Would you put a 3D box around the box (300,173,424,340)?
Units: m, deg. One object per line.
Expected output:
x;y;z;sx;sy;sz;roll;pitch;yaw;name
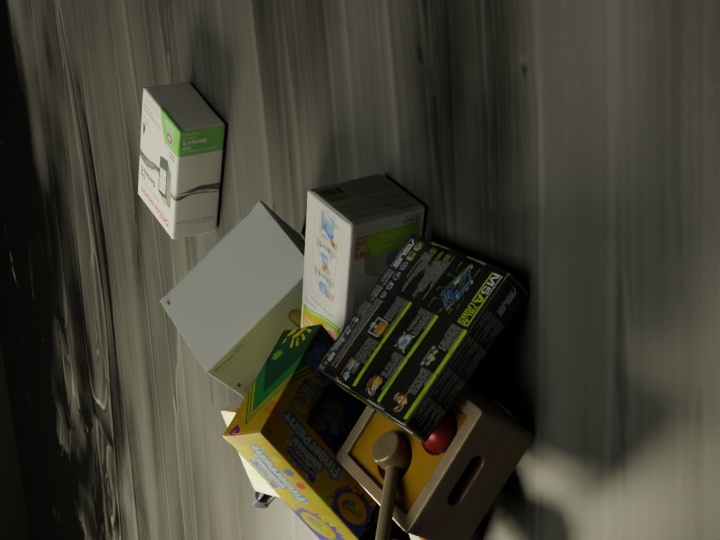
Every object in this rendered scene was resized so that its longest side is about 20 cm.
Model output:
0.000;0.000;1.564;0.101;0.111;0.203;39;134;45;box

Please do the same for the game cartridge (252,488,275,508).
-0.125;0.265;1.913;0.200;0.038;0.132;124;149;-56;game cartridge

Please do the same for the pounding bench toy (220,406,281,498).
-0.064;0.213;1.706;0.199;0.155;0.126;-5;110;62;pounding bench toy

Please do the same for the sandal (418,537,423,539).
0.081;0.329;1.506;0.208;0.059;0.080;56;143;22;sandal

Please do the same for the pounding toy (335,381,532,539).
0.065;0.217;1.420;0.202;0.141;0.184;-58;41;5;pounding toy

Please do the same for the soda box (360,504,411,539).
0.029;0.361;1.629;0.063;0.070;0.202;41;158;45;soda box

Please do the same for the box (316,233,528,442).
0.065;0.068;1.421;0.047;0.201;0.192;42;170;-37;box

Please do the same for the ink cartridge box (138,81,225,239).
-0.288;-0.175;2.029;0.146;0.083;0.202;47;139;41;ink cartridge box

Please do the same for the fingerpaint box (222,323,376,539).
-0.046;0.195;1.515;0.073;0.168;0.201;-12;126;43;fingerpaint box

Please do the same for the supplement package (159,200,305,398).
-0.144;0.041;1.727;0.200;0.111;0.156;-44;51;4;supplement package
